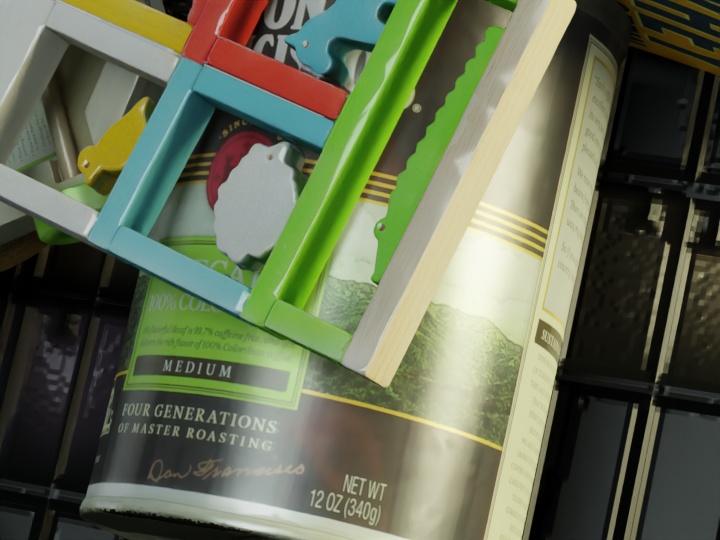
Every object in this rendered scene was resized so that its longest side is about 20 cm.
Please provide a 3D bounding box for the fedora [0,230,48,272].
[{"bbox_3d":[-0.147,-0.091,1.062,0.199,0.082,0.202,-2,85,22],"label":"fedora"}]

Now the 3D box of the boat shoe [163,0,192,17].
[{"bbox_3d":[-0.006,-0.171,1.055,0.200,0.057,0.067,-45,67,2],"label":"boat shoe"}]

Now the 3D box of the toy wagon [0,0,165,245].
[{"bbox_3d":[-0.158,-0.066,0.995,0.199,0.040,0.156,-22,77,24],"label":"toy wagon"}]

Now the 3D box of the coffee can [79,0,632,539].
[{"bbox_3d":[0.000,0.000,0.958,0.146,0.146,0.201,8,78,20],"label":"coffee can"}]

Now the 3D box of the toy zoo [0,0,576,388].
[{"bbox_3d":[-0.047,-0.062,0.902,0.199,0.020,0.132,26,86,27],"label":"toy zoo"}]

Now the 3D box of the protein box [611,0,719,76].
[{"bbox_3d":[0.131,-0.176,0.960,0.199,0.135,0.199,20,82,16],"label":"protein box"}]
